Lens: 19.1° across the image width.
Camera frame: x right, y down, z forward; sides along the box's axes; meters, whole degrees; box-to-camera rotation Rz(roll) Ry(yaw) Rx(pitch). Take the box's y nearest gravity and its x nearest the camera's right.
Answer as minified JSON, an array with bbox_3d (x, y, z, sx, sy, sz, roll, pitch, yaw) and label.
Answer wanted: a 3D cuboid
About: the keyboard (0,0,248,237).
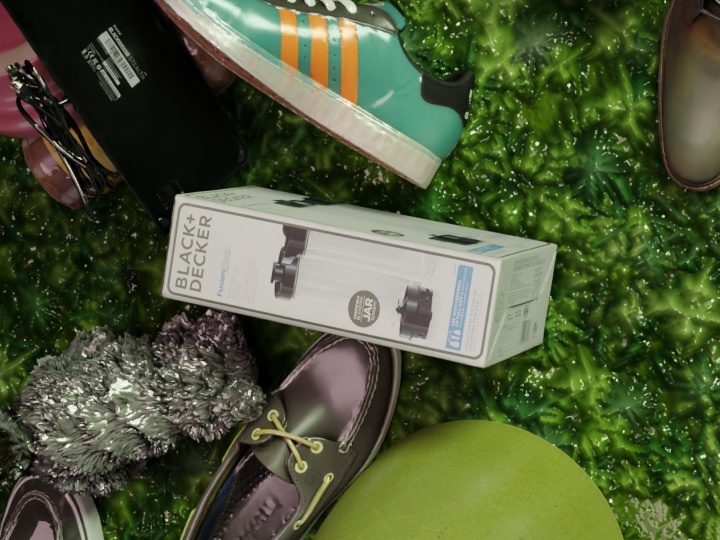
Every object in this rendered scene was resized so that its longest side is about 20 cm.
[{"bbox_3d":[-0.155,-0.113,1.224,0.104,0.040,0.201,-41,113,-19],"label":"keyboard"}]

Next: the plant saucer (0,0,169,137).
[{"bbox_3d":[-0.198,-0.183,1.282,0.199,0.051,0.202,-9,73,32],"label":"plant saucer"}]

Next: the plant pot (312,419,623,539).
[{"bbox_3d":[0.035,0.190,1.176,0.186,0.200,0.189,2,95,22],"label":"plant pot"}]

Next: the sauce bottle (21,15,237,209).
[{"bbox_3d":[-0.117,-0.119,1.283,0.200,0.065,0.065,-39,81,18],"label":"sauce bottle"}]

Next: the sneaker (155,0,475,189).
[{"bbox_3d":[-0.025,-0.131,1.220,0.199,0.071,0.080,32,89,-16],"label":"sneaker"}]

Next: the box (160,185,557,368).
[{"bbox_3d":[0.000,0.000,1.219,0.198,0.116,0.061,11,99,21],"label":"box"}]

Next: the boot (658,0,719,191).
[{"bbox_3d":[0.191,-0.139,1.139,0.074,0.097,0.202,16,100,20],"label":"boot"}]

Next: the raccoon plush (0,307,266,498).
[{"bbox_3d":[-0.144,0.092,1.249,0.133,0.200,0.097,-19,106,42],"label":"raccoon plush"}]

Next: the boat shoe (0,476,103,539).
[{"bbox_3d":[-0.209,0.223,1.350,0.070,0.064,0.202,8,98,21],"label":"boat shoe"}]

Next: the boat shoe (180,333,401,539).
[{"bbox_3d":[-0.043,0.117,1.276,0.072,0.060,0.202,35,106,16],"label":"boat shoe"}]
